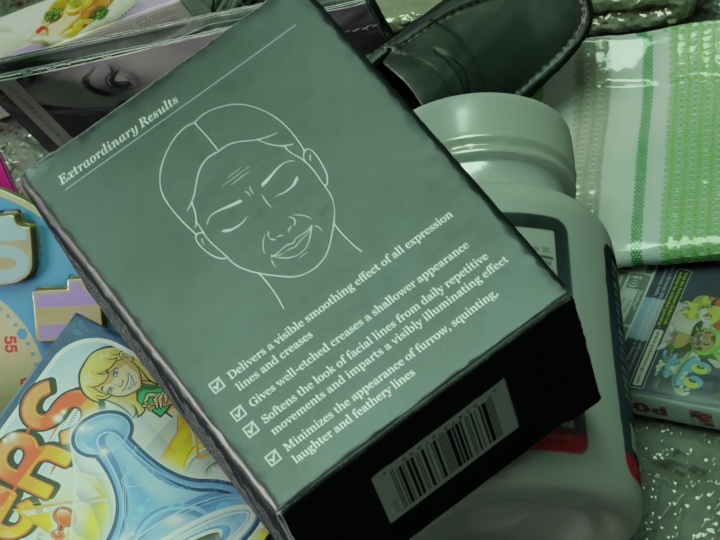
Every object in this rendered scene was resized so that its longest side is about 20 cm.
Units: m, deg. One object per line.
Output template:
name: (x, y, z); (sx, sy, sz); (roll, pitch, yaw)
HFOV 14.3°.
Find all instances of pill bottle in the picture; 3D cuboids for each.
pill bottle: (0.060, 0.028, 1.305); (0.119, 0.120, 0.201); (-9, 61, 12)

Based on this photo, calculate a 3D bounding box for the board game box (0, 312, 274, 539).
board game box: (-0.119, 0.128, 1.229); (0.135, 0.035, 0.200); (25, 63, 17)

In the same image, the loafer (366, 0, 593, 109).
loafer: (0.031, -0.083, 1.399); (0.200, 0.068, 0.070); (-33, 10, -6)

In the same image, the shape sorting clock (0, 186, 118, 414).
shape sorting clock: (-0.196, 0.056, 1.332); (0.199, 0.201, 0.039); (-13, 5, 9)

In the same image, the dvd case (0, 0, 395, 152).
dvd case: (-0.076, -0.094, 1.465); (0.199, 0.149, 0.016); (-10, 72, 11)

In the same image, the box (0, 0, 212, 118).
box: (-0.176, -0.118, 1.565); (0.199, 0.041, 0.039); (-19, 50, 18)

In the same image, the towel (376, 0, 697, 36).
towel: (0.083, -0.160, 1.518); (0.199, 0.035, 0.133); (-5, 37, 14)

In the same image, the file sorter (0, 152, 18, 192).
file sorter: (-0.266, -0.009, 1.448); (0.199, 0.140, 0.125); (-23, 9, -2)

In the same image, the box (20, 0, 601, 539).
box: (-0.021, 0.008, 1.202); (0.148, 0.107, 0.200); (-35, 63, -7)

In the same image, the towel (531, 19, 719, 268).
towel: (0.143, -0.065, 1.410); (0.199, 0.031, 0.150); (-6, 48, 15)

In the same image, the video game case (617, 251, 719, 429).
video game case: (0.166, -0.013, 1.394); (0.181, 0.023, 0.201); (10, 54, 26)

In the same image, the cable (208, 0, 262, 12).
cable: (-0.058, -0.152, 1.581); (0.097, 0.050, 0.201); (4, 62, 34)
